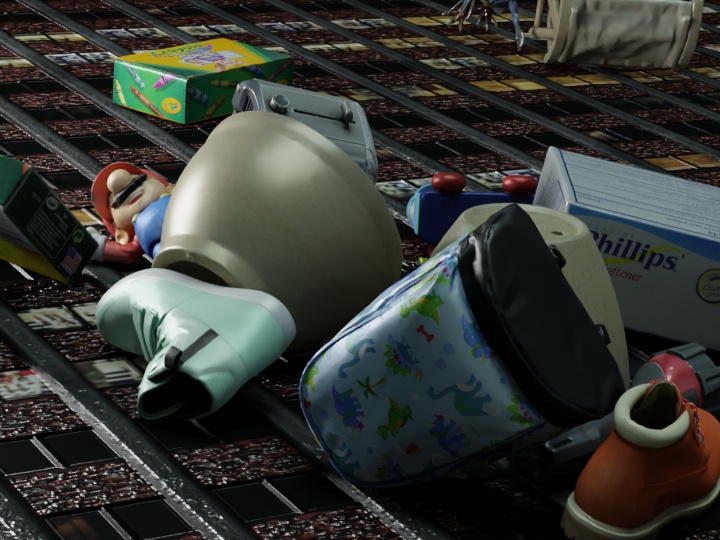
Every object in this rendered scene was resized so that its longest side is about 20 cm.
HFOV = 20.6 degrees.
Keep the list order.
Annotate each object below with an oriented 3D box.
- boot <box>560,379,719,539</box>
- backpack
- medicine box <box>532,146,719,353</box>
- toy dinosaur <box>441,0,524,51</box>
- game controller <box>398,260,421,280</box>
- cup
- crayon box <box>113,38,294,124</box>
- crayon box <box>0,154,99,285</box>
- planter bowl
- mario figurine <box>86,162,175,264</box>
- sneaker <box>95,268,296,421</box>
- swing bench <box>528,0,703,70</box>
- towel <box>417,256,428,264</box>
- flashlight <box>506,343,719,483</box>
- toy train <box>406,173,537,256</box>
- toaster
[{"bbox_3d":[0.216,0.119,1.383,0.075,0.107,0.200,25,25,22],"label":"boot"},{"bbox_3d":[0.055,0.072,1.384,0.154,0.163,0.200,-32,5,-43],"label":"backpack"},{"bbox_3d":[0.249,-0.021,1.765,0.182,0.103,0.200,14,18,-3],"label":"medicine box"},{"bbox_3d":[0.183,-0.409,2.856,0.105,0.201,0.182,10,-27,-16],"label":"toy dinosaur"},{"bbox_3d":[0.000,0.000,1.729,0.200,0.042,0.104,23,-7,44],"label":"game controller"},{"bbox_3d":[0.123,0.028,1.580,0.200,0.144,0.200,4,19,-1],"label":"cup"},{"bbox_3d":[-0.188,-0.231,2.389,0.119,0.058,0.200,18,23,33],"label":"crayon box"},{"bbox_3d":[-0.343,-0.063,1.763,0.200,0.127,0.051,18,67,33],"label":"crayon box"},{"bbox_3d":[-0.084,-0.010,1.607,0.200,0.201,0.135,17,48,32],"label":"planter bowl"},{"bbox_3d":[-0.193,-0.051,1.795,0.123,0.106,0.200,-8,24,-29],"label":"mario figurine"},{"bbox_3d":[-0.159,0.061,1.529,0.200,0.074,0.118,2,35,41],"label":"sneaker"},{"bbox_3d":[0.356,-0.353,2.786,0.198,0.130,0.200,3,24,-7],"label":"swing bench"},{"bbox_3d":[0.153,0.018,1.762,0.199,0.018,0.086,7,16,-25],"label":"towel"},{"bbox_3d":[0.189,0.108,1.492,0.200,0.068,0.068,-15,60,-36],"label":"flashlight"},{"bbox_3d":[0.147,-0.053,1.939,0.199,0.085,0.116,1,6,-11],"label":"toy train"},{"bbox_3d":[-0.066,-0.081,1.830,0.129,0.200,0.114,5,44,-19],"label":"toaster"}]
